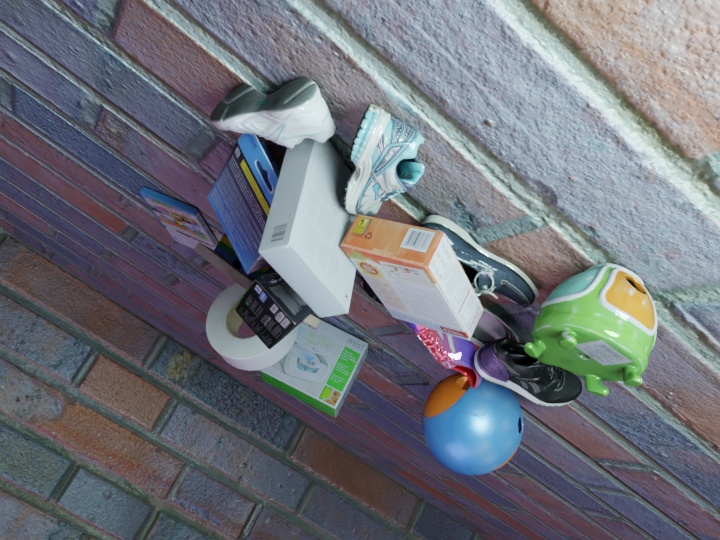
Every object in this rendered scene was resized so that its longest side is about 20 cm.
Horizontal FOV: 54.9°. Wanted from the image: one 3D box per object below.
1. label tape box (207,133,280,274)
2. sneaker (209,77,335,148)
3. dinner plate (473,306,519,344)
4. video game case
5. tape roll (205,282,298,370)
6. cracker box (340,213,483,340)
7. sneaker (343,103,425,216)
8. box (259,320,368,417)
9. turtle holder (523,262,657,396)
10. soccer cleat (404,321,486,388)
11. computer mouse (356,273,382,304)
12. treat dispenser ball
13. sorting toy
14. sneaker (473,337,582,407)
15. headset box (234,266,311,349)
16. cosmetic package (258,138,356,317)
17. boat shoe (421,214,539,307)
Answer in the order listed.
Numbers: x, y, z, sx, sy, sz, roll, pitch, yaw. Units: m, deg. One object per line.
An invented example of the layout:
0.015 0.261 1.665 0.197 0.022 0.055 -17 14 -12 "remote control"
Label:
-0.143 -0.105 1.016 0.144 0.066 0.200 61 142 11 "label tape box"
-0.116 -0.190 0.885 0.199 0.071 0.080 10 151 40 "sneaker"
0.181 0.086 1.190 0.199 0.024 0.201 26 159 11 "dinner plate"
-0.380 -0.097 1.501 0.142 0.018 0.200 23 158 19 "video game case"
-0.242 0.118 1.558 0.201 0.204 0.071 19 157 24 "tape roll"
0.075 0.012 0.937 0.133 0.058 0.200 15 156 33 "cracker box"
0.031 -0.115 0.862 0.086 0.078 0.200 23 158 7 "sneaker"
-0.105 0.216 1.632 0.199 0.177 0.097 26 158 9 "box"
0.292 0.073 0.872 0.140 0.132 0.186 22 158 15 "turtle holder"
0.142 0.125 1.194 0.199 0.074 0.068 34 158 -12 "soccer cleat"
0.000 0.000 1.226 0.199 0.034 0.059 34 144 7 "computer mouse"
0.221 0.301 1.372 0.199 0.202 0.201 25 158 11 "treat dispenser ball"
-0.182 0.007 1.317 0.198 0.070 0.200 31 177 42 "sorting toy"
0.292 0.167 1.141 0.198 0.076 0.088 18 147 -14 "sneaker"
-0.087 0.013 1.120 0.093 0.200 0.174 48 153 0 "headset box"
-0.054 -0.064 0.909 0.051 0.201 0.151 -11 140 28 "cosmetic package"
0.161 0.000 0.970 0.199 0.062 0.075 35 158 -14 "boat shoe"
